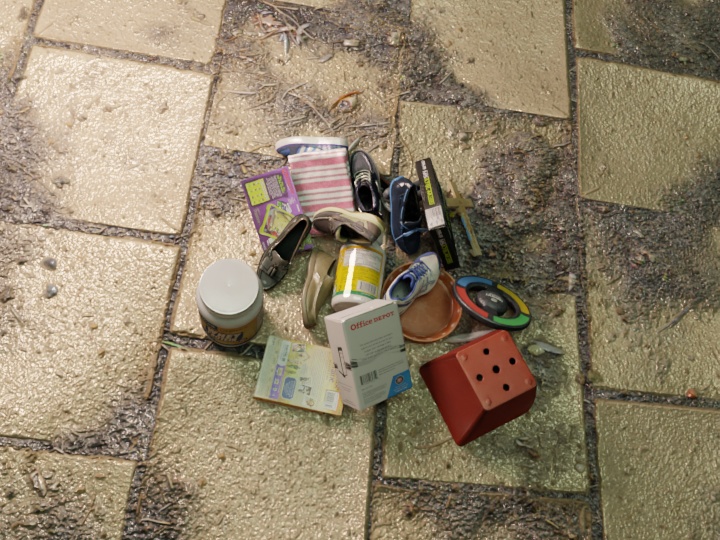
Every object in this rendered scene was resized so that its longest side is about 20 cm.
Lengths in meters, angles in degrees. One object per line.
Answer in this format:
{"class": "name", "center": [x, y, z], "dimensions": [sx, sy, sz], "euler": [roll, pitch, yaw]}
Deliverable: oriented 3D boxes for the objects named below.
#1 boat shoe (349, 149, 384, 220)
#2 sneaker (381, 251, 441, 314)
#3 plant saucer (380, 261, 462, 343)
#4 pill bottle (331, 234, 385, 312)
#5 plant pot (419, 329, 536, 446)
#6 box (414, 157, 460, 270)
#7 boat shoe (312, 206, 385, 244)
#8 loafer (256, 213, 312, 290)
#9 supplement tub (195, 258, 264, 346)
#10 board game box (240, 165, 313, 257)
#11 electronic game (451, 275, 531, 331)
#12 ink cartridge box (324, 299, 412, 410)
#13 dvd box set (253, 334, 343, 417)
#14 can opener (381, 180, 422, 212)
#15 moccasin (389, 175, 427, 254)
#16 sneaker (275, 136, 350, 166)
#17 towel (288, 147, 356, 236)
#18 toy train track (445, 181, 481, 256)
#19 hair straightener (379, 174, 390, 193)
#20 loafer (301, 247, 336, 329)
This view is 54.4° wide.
{"class": "boat shoe", "center": [0.012, -0.216, 1.701], "dimensions": [0.074, 0.093, 0.202], "euler": [-18, 74, 5]}
{"class": "sneaker", "center": [0.127, 0.025, 1.623], "dimensions": [0.075, 0.088, 0.200], "euler": [37, 66, 10]}
{"class": "plant saucer", "center": [0.144, 0.077, 1.668], "dimensions": [0.198, 0.032, 0.203], "euler": [3, 67, -6]}
{"class": "pill bottle", "center": [0.000, 0.000, 1.635], "dimensions": [0.111, 0.113, 0.202], "euler": [10, 67, -4]}
{"class": "plant pot", "center": [0.273, 0.241, 1.540], "dimensions": [0.198, 0.177, 0.201], "euler": [-22, 73, -16]}
{"class": "box", "center": [0.183, -0.132, 1.659], "dimensions": [0.047, 0.193, 0.202], "euler": [-16, 57, 13]}
{"class": "boat shoe", "center": [-0.039, -0.098, 1.600], "dimensions": [0.198, 0.074, 0.065], "euler": [5, 49, 38]}
{"class": "loafer", "center": [-0.180, -0.044, 1.619], "dimensions": [0.071, 0.063, 0.201], "euler": [32, 88, -8]}
{"class": "supplement tub", "center": [-0.280, 0.070, 1.516], "dimensions": [0.143, 0.200, 0.146], "euler": [3, 67, -7]}
{"class": "board game box", "center": [-0.196, -0.133, 1.658], "dimensions": [0.119, 0.032, 0.202], "euler": [-18, 95, -2]}
{"class": "electronic game", "center": [0.307, 0.075, 1.638], "dimensions": [0.198, 0.042, 0.201], "euler": [17, 29, -10]}
{"class": "ink cartridge box", "center": [0.018, 0.177, 1.515], "dimensions": [0.145, 0.084, 0.202], "euler": [-17, 102, -30]}
{"class": "dvd box set", "center": [-0.125, 0.235, 1.562], "dimensions": [0.198, 0.029, 0.148], "euler": [12, 67, -2]}
{"class": "can opener", "center": [0.129, -0.193, 1.733], "dimensions": [0.199, 0.067, 0.053], "euler": [-26, 72, -42]}
{"class": "moccasin", "center": [0.111, -0.121, 1.662], "dimensions": [0.080, 0.202, 0.068], "euler": [-33, 36, -25]}
{"class": "sneaker", "center": [-0.122, -0.251, 1.741], "dimensions": [0.198, 0.081, 0.148], "euler": [1, 87, 15]}
{"class": "towel", "center": [-0.090, -0.186, 1.680], "dimensions": [0.144, 0.030, 0.203], "euler": [-7, 99, 4]}
{"class": "toy train track", "center": [0.255, -0.126, 1.765], "dimensions": [0.114, 0.032, 0.202], "euler": [-4, 71, -49]}
{"class": "hair straightener", "center": [0.062, -0.177, 1.764], "dimensions": [0.200, 0.041, 0.077], "euler": [43, 68, 6]}
{"class": "loafer", "center": [-0.097, 0.040, 1.624], "dimensions": [0.067, 0.076, 0.202], "euler": [6, 67, 1]}
